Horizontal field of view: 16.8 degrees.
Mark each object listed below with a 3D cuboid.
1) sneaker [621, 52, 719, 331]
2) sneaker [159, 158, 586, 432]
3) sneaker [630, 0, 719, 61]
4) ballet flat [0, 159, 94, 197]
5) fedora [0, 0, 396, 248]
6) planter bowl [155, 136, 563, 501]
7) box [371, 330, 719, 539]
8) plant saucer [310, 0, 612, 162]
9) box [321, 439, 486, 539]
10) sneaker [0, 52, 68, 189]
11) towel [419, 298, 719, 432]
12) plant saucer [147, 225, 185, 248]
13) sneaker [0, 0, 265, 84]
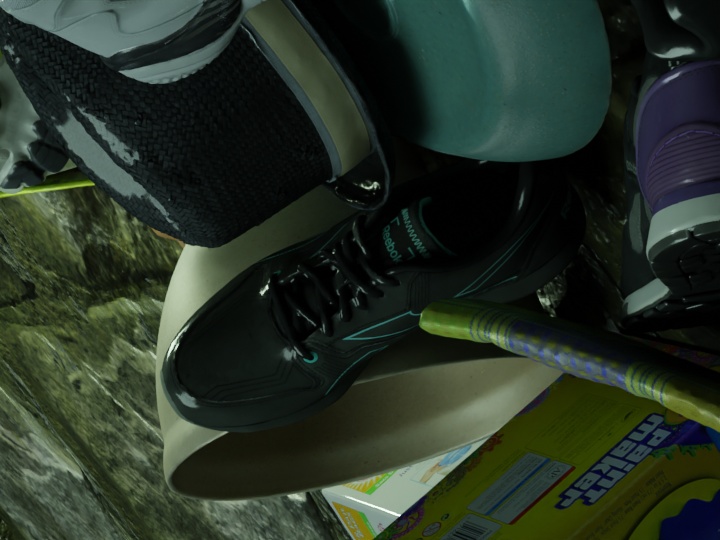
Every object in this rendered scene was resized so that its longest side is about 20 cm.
[{"bbox_3d":[0.132,-0.034,0.904,0.200,0.075,0.088,82,180,-77],"label":"sneaker"},{"bbox_3d":[0.000,0.000,1.040,0.076,0.200,0.079,60,179,19],"label":"sneaker"},{"bbox_3d":[0.068,-0.152,0.790,0.200,0.088,0.076,46,161,18],"label":"sneaker"},{"bbox_3d":[-0.125,-0.064,1.164,0.200,0.067,0.067,-7,109,43],"label":"ballet flat"},{"bbox_3d":[-0.079,-0.080,0.977,0.201,0.092,0.201,43,167,13],"label":"fedora"},{"bbox_3d":[-0.011,0.016,1.178,0.200,0.200,0.135,114,143,-70],"label":"planter bowl"},{"bbox_3d":[0.119,0.169,1.097,0.193,0.200,0.122,58,160,-22],"label":"box"},{"bbox_3d":[0.010,-0.114,0.936,0.200,0.036,0.200,40,156,21],"label":"plant saucer"},{"bbox_3d":[0.083,0.141,1.287,0.113,0.101,0.200,58,160,-19],"label":"box"},{"bbox_3d":[-0.152,-0.136,1.102,0.200,0.077,0.080,-66,31,25],"label":"sneaker"},{"bbox_3d":[0.135,0.052,0.959,0.200,0.023,0.143,21,-175,39],"label":"towel"},{"bbox_3d":[-0.130,-0.100,1.283,0.200,0.032,0.201,156,90,-82],"label":"plant saucer"},{"bbox_3d":[-0.062,-0.145,0.818,0.200,0.115,0.075,-47,53,32],"label":"sneaker"}]
